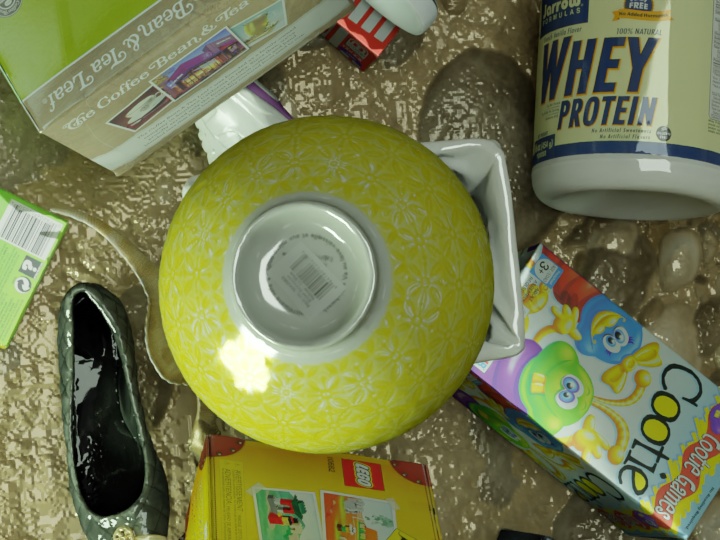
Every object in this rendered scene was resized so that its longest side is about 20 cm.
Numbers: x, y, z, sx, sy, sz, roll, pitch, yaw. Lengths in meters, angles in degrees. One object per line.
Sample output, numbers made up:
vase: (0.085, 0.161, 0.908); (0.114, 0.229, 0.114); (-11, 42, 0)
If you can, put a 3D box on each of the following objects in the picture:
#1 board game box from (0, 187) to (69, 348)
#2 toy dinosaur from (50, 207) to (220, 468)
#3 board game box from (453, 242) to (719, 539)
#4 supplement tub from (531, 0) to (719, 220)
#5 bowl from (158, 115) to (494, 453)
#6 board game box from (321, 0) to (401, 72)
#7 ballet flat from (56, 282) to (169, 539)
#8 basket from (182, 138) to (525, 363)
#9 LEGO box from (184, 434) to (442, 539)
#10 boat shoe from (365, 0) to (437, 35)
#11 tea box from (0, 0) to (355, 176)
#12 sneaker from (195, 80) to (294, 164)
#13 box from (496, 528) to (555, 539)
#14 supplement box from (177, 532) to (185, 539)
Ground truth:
board game box: (-0.305, -0.034, 1.096); (0.199, 0.030, 0.096); (28, 77, -12)
toy dinosaur: (-0.118, 0.028, 1.091); (0.101, 0.058, 0.201); (-39, 106, -56)
board game box: (0.159, 0.087, 1.153); (0.200, 0.103, 0.105); (38, 77, -7)
supplement tub: (0.197, -0.145, 1.169); (0.144, 0.145, 0.202); (5, 82, -13)
bowl: (-0.025, 0.006, 0.922); (0.199, 0.108, 0.202); (0, 87, 6)
board game box: (0.008, -0.269, 1.188); (0.151, 0.046, 0.200); (38, 77, -7)
ballet flat: (-0.170, 0.106, 1.083); (0.066, 0.057, 0.201); (-15, 78, 4)
basket: (0.000, 0.000, 1.036); (0.199, 0.123, 0.137); (-7, 86, 6)
LEGO box: (-0.026, 0.196, 0.985); (0.148, 0.200, 0.078); (10, 121, -12)
boat shoe: (-0.003, -0.254, 1.127); (0.068, 0.072, 0.200); (-39, 86, -13)
tea box: (-0.145, -0.204, 1.049); (0.199, 0.134, 0.197); (-33, 75, 7)
sneaker: (-0.078, -0.072, 1.130); (0.200, 0.075, 0.100); (43, 95, 3)
box: (0.154, 0.305, 1.127); (0.199, 0.104, 0.183); (29, 79, -8)
supplement box: (-0.079, 0.214, 1.103); (0.109, 0.061, 0.200); (46, 76, -4)
